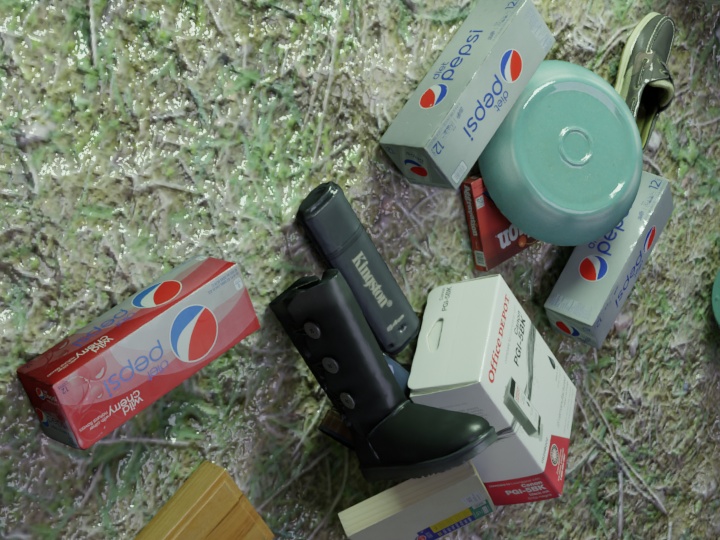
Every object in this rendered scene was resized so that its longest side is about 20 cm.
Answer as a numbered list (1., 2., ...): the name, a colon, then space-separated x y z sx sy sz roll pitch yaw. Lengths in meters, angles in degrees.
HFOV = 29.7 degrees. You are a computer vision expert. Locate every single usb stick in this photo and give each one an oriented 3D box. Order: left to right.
1. usb stick: 0.000 0.000 1.315 0.055 0.033 0.200 -49 127 -24

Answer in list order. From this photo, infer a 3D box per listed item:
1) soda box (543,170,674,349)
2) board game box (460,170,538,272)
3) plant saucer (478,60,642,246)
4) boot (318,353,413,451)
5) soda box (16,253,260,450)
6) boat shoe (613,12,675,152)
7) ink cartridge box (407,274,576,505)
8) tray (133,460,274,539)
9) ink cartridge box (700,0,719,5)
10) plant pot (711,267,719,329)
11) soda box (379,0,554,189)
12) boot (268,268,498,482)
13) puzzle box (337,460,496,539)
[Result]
1. soda box: 0.283 -0.016 1.536 0.201 0.063 0.068 -60 152 -16
2. board game box: 0.190 -0.085 1.480 0.200 0.019 0.103 -29 119 -35
3. plant saucer: 0.219 -0.127 1.428 0.199 0.036 0.201 3 82 -20
4. boot: 0.053 0.158 1.369 0.200 0.075 0.097 34 79 -39
5. soda box: -0.183 0.065 1.142 0.200 0.063 0.070 -36 121 -32
6. boat shoe: 0.323 -0.203 1.533 0.072 0.066 0.201 48 61 -44
7. ink cartridge box: 0.141 0.125 1.401 0.200 0.083 0.147 53 38 -36
8. tray: -0.171 0.279 1.217 0.200 0.037 0.099 -47 126 -24
9. ink cartridge box: 0.454 -0.412 1.537 0.145 0.147 0.200 -53 142 -18
10. plant pot: 0.544 0.040 1.717 0.160 0.200 0.202 15 89 -30
11. soda box: 0.107 -0.177 1.341 0.063 0.068 0.200 48 67 -36
12. boot: 0.018 0.088 1.230 0.066 0.164 0.201 -31 98 -47
13. puzzle box: 0.059 0.234 1.316 0.133 0.026 0.200 -26 158 1
